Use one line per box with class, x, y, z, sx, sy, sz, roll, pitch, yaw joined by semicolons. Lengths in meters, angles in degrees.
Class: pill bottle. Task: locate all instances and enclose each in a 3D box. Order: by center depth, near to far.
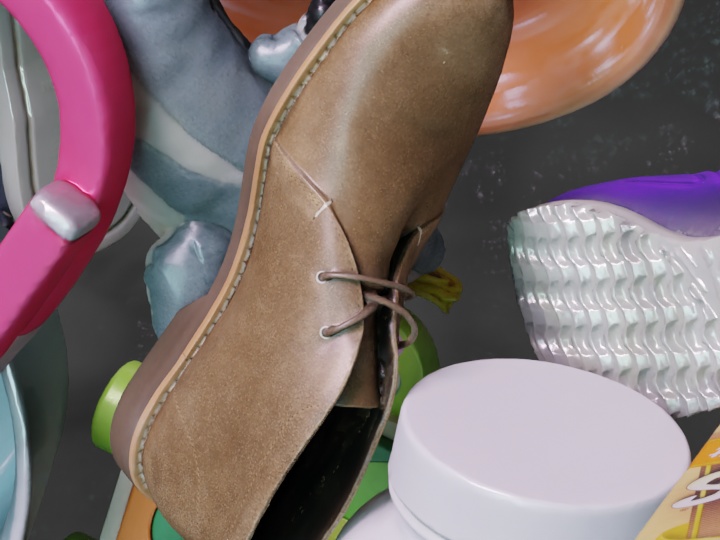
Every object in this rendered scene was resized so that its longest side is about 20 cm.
pill bottle;0.039;0.133;0.876;0.112;0.112;0.200;18;118;16

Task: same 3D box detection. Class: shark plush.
shark plush;-0.040;-0.067;0.877;0.083;0.091;0.200;-12;121;11

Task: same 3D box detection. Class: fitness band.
fitness band;-0.150;-0.030;0.863;0.144;0.037;0.200;44;123;4

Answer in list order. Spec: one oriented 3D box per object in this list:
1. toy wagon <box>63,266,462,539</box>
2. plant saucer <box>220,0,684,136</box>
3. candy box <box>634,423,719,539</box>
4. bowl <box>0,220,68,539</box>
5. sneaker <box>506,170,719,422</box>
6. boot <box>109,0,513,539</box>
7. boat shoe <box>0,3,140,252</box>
toy wagon;-0.021;0.085;0.967;0.155;0.040;0.200;24;111;13
plant saucer;-0.002;-0.110;0.857;0.200;0.037;0.200;10;148;6
candy box;0.151;0.068;0.807;0.115;0.200;0.055;-9;101;23
bowl;-0.177;0.038;0.979;0.201;0.105;0.201;5;105;20
sneaker;0.132;-0.003;0.865;0.200;0.099;0.070;-4;104;53
boot;0.000;0.000;0.846;0.075;0.074;0.200;48;117;48
boat shoe;-0.102;-0.105;0.930;0.062;0.075;0.200;26;129;46
